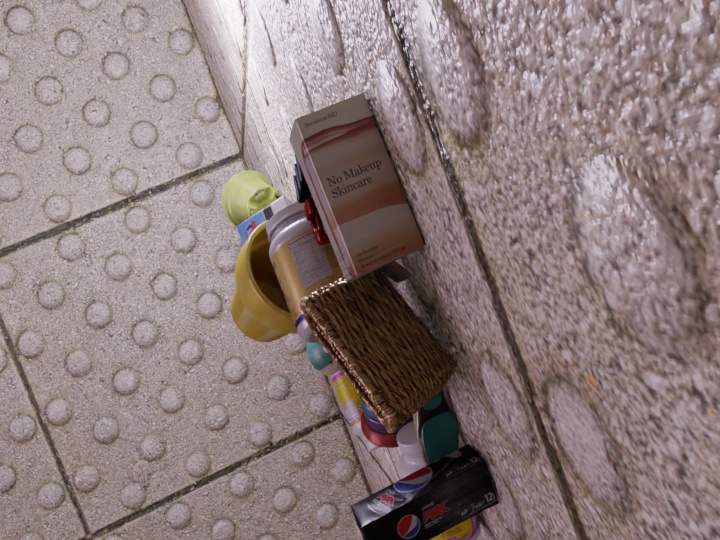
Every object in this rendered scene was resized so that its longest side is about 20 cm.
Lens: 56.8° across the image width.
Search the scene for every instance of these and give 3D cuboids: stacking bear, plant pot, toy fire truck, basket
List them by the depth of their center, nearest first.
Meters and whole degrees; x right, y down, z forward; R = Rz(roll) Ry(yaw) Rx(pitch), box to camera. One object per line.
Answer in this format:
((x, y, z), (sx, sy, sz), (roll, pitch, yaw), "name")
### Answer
((0.002, 0.120, 0.898), (0.201, 0.147, 0.144), (50, 137, 13), "basket")
((-0.016, -0.070, 0.972), (0.176, 0.125, 0.207), (140, 118, -80), "toy fire truck")
((0.048, 0.179, 1.120), (0.114, 0.117, 0.206), (-66, -27, -67), "stacking bear")
((-0.157, 0.037, 1.250), (0.189, 0.197, 0.205), (-42, 67, 48), "plant pot")
((-0.347, -0.225, 2.243), (0.183, 0.197, 0.205), (25, 138, 58), "plant pot")

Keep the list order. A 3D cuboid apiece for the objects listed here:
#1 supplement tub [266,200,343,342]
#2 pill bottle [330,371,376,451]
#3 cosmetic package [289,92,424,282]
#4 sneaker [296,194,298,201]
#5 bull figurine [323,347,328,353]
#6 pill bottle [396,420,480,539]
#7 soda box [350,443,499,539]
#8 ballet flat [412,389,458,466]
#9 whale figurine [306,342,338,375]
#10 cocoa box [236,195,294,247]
((-0.068, -0.001, 1.104), (0.146, 0.142, 0.205), (96, 152, -70), "supplement tub")
((0.011, 0.311, 1.561), (0.105, 0.102, 0.204), (97, 149, -71), "pill bottle")
((-0.007, -0.101, 0.841), (0.205, 0.101, 0.087), (66, 168, 2), "cosmetic package")
((-0.086, -0.072, 1.306), (0.205, 0.078, 0.086), (68, -163, -4), "sneaker")
((-0.046, 0.101, 1.416), (0.201, 0.119, 0.067), (-127, 16, -56), "bull figurine")
((0.121, 0.349, 1.082), (0.104, 0.102, 0.205), (-146, 35, -72), "pill bottle")
((0.089, 0.326, 0.933), (0.073, 0.195, 0.063), (69, 169, -13), "soda box")
((0.103, 0.205, 1.000), (0.069, 0.067, 0.207), (-145, 43, -71), "ballet flat")
((-0.065, 0.148, 1.542), (0.103, 0.159, 0.201), (42, -158, -15), "whale figurine")
((-0.154, -0.052, 1.452), (0.136, 0.129, 0.199), (66, -165, 15), "cocoa box")
